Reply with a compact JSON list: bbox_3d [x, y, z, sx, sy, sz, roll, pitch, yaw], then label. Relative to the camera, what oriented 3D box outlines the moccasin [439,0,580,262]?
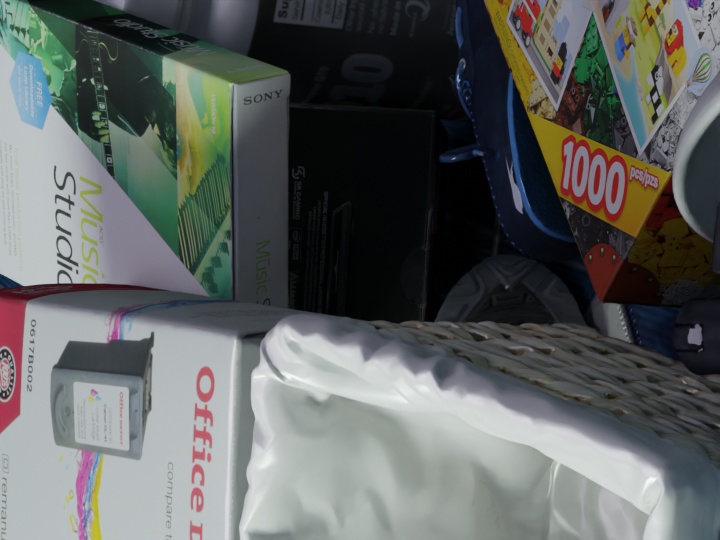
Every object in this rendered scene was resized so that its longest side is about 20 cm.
[{"bbox_3d":[0.078,-0.082,1.029,0.068,0.080,0.201,-41,35,43],"label":"moccasin"}]

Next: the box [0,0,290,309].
[{"bbox_3d":[-0.104,-0.041,1.051,0.199,0.036,0.146,22,120,45],"label":"box"}]

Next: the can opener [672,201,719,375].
[{"bbox_3d":[0.176,0.014,0.698,0.199,0.063,0.079,4,106,51],"label":"can opener"}]

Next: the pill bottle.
[{"bbox_3d":[-0.031,-0.137,1.133,0.114,0.198,0.115,-177,90,-69],"label":"pill bottle"}]

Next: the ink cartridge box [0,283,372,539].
[{"bbox_3d":[-0.078,0.086,0.949,0.199,0.085,0.149,6,95,52],"label":"ink cartridge box"}]

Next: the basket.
[{"bbox_3d":[0.072,0.126,0.814,0.197,0.160,0.202,18,106,45],"label":"basket"}]

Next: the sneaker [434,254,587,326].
[{"bbox_3d":[0.061,0.094,1.040,0.100,0.077,0.202,101,172,-66],"label":"sneaker"}]

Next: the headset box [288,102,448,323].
[{"bbox_3d":[0.000,0.000,1.106,0.200,0.076,0.150,-9,-79,-85],"label":"headset box"}]

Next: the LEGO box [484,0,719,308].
[{"bbox_3d":[0.124,-0.107,0.896,0.201,0.077,0.150,-107,29,-41],"label":"LEGO box"}]

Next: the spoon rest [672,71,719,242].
[{"bbox_3d":[0.145,-0.073,0.743,0.201,0.098,0.061,77,-178,-45],"label":"spoon rest"}]
